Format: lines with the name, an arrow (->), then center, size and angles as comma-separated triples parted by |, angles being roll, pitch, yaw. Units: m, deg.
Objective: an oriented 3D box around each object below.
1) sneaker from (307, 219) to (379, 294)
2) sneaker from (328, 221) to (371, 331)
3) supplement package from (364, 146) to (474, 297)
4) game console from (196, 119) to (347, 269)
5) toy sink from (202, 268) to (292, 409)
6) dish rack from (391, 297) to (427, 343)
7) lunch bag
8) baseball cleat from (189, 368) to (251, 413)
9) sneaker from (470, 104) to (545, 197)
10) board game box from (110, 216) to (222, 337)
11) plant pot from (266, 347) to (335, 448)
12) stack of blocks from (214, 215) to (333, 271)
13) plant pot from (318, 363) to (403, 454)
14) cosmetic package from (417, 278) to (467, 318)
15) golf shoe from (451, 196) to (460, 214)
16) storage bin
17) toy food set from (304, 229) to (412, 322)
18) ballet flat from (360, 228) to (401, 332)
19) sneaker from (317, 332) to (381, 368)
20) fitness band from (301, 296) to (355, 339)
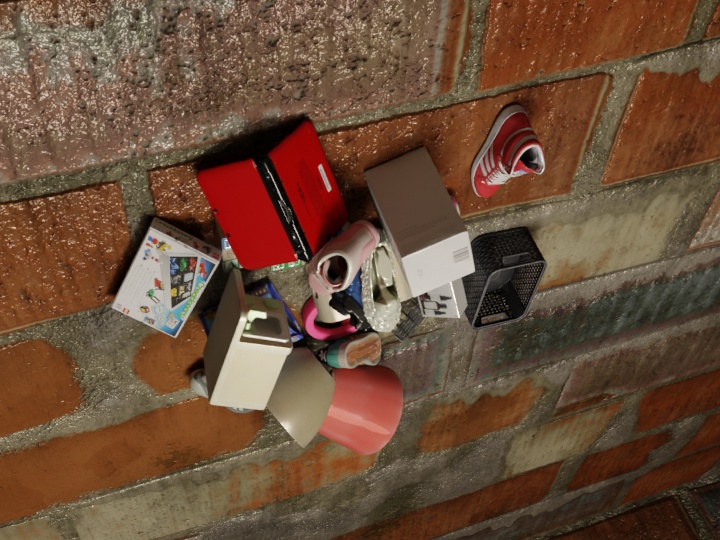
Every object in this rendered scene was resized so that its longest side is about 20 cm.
sneaker -> -0.051, -0.001, 1.498 | 0.200, 0.075, 0.105 | -43, -174, 48
sneaker -> -0.016, 0.017, 1.601 | 0.110, 0.077, 0.202 | -35, 119, -11
supplement package -> 0.099, -0.084, 1.526 | 0.118, 0.202, 0.122 | -22, 145, 0
game console -> -0.135, -0.119, 1.442 | 0.173, 0.117, 0.202 | -47, 132, -30
toy sink -> -0.188, 0.118, 1.543 | 0.110, 0.131, 0.202 | 9, 123, -23
dish rack -> 0.097, 0.068, 1.807 | 0.154, 0.054, 0.200 | -52, 142, -1
lunch bag -> -0.201, 0.120, 1.737 | 0.148, 0.095, 0.200 | -24, 158, 2
baseball cleat -> -0.255, 0.245, 1.844 | 0.105, 0.071, 0.199 | -15, 155, 37
sneaker -> 0.256, -0.176, 1.575 | 0.070, 0.114, 0.202 | -7, 142, -21
board game box -> -0.326, 0.016, 1.509 | 0.125, 0.035, 0.201 | 27, 126, -13
plant pot -> -0.128, 0.234, 1.812 | 0.134, 0.200, 0.201 | -40, 146, -8
stack of blocks -> -0.146, -0.058, 1.542 | 0.196, 0.059, 0.116 | -13, 143, -15
plant pot -> -0.035, 0.284, 1.952 | 0.175, 0.202, 0.201 | 22, 126, -35
cosmetic package -> 0.137, -0.008, 1.676 | 0.081, 0.051, 0.203 | 0, 121, 28
golf shoe -> 0.163, -0.064, 1.717 | 0.092, 0.074, 0.203 | -50, 149, -47
storage bin -> 0.288, 0.019, 1.864 | 0.133, 0.095, 0.202 | -11, 142, -17
toy food set -> 0.000, 0.000, 1.674 | 0.196, 0.060, 0.146 | -17, 111, -7
ballet flat -> 0.036, 0.027, 1.548 | 0.071, 0.072, 0.203 | -16, 115, -10
sneaker -> -0.021, 0.165, 1.887 | 0.079, 0.073, 0.199 | 1, 180, 26
fitness band -> -0.025, 0.067, 1.794 | 0.199, 0.038, 0.143 | -37, 143, 16
